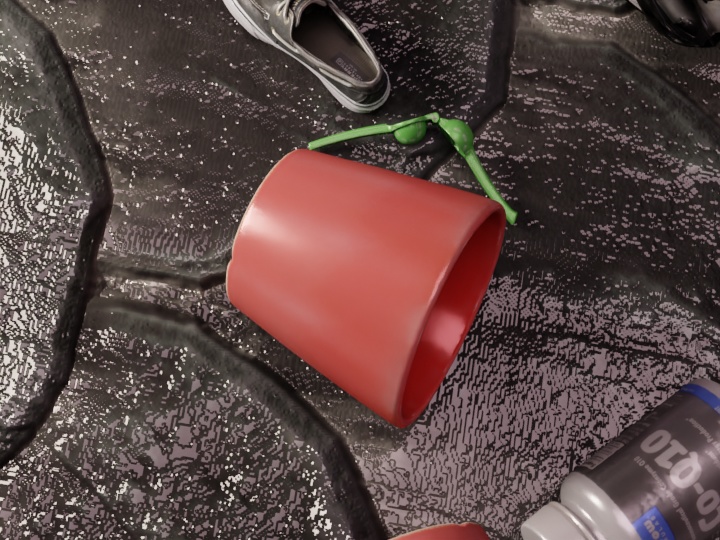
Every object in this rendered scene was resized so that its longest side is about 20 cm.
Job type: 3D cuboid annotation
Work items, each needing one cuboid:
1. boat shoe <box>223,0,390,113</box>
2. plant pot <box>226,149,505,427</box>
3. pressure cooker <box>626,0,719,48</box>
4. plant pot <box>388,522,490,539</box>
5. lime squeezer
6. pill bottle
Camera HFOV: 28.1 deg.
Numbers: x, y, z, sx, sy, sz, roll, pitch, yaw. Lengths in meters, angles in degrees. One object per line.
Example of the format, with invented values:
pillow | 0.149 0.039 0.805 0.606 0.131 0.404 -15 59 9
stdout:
boat shoe | -0.047 -0.227 1.294 0.199 0.071 0.072 40 75 7
plant pot | 0.000 0.000 1.174 0.176 0.201 0.202 26 74 15
pressure cooker | 0.306 -0.311 1.290 0.175 0.179 0.201 34 74 2
plant pot | 0.060 0.303 1.101 0.198 0.201 0.179 -16 66 -9
lime squeezer | 0.056 -0.109 1.295 0.198 0.038 0.071 20 105 0
pill bottle | 0.236 0.189 1.178 0.199 0.114 0.114 -35 80 -13
